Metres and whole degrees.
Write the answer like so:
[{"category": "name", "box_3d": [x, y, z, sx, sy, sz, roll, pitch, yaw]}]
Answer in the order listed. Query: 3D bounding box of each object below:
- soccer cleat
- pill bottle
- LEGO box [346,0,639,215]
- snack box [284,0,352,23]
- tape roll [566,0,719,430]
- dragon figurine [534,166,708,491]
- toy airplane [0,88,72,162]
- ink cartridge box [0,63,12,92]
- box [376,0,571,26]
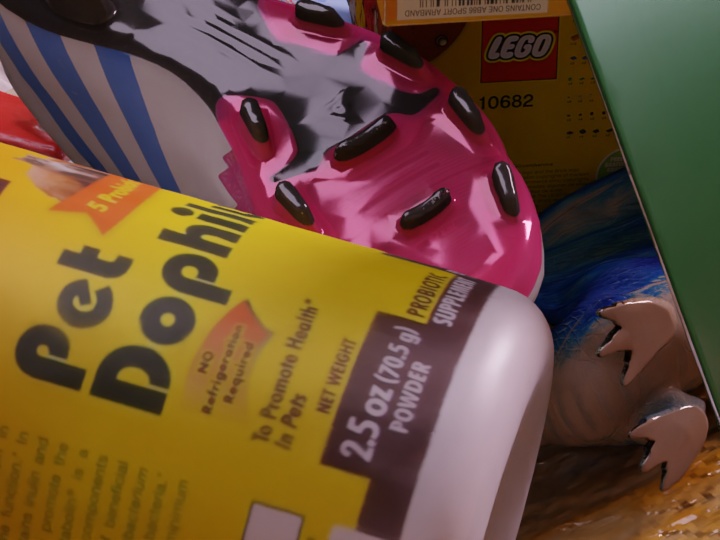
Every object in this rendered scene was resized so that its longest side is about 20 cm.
[{"category": "soccer cleat", "box_3d": [-0.026, -0.032, 0.737, 0.070, 0.087, 0.200, -38, 59, -23]}, {"category": "pill bottle", "box_3d": [-0.063, 0.033, 0.622, 0.198, 0.110, 0.109, 15, 28, 9]}, {"category": "LEGO box", "box_3d": [0.096, -0.089, 0.805, 0.198, 0.078, 0.149, -3, 36, -5]}, {"category": "snack box", "box_3d": [-0.030, -0.096, 0.931, 0.071, 0.024, 0.200, 11, 21, 1]}, {"category": "tape roll", "box_3d": [0.082, -0.008, 0.548, 0.048, 0.202, 0.201, -20, 18, 6]}, {"category": "dragon figurine", "box_3d": [0.077, 0.009, 0.732, 0.199, 0.059, 0.099, -32, 21, -24]}, {"category": "toy airplane", "box_3d": [-0.145, -0.016, 0.891, 0.199, 0.142, 0.199, -2, 27, -35]}, {"category": "ink cartridge box", "box_3d": [-0.182, -0.088, 1.130, 0.199, 0.116, 0.068, 22, 83, 47]}, {"category": "box", "box_3d": [0.052, -0.134, 0.769, 0.118, 0.042, 0.201, -4, 33, -5]}]
